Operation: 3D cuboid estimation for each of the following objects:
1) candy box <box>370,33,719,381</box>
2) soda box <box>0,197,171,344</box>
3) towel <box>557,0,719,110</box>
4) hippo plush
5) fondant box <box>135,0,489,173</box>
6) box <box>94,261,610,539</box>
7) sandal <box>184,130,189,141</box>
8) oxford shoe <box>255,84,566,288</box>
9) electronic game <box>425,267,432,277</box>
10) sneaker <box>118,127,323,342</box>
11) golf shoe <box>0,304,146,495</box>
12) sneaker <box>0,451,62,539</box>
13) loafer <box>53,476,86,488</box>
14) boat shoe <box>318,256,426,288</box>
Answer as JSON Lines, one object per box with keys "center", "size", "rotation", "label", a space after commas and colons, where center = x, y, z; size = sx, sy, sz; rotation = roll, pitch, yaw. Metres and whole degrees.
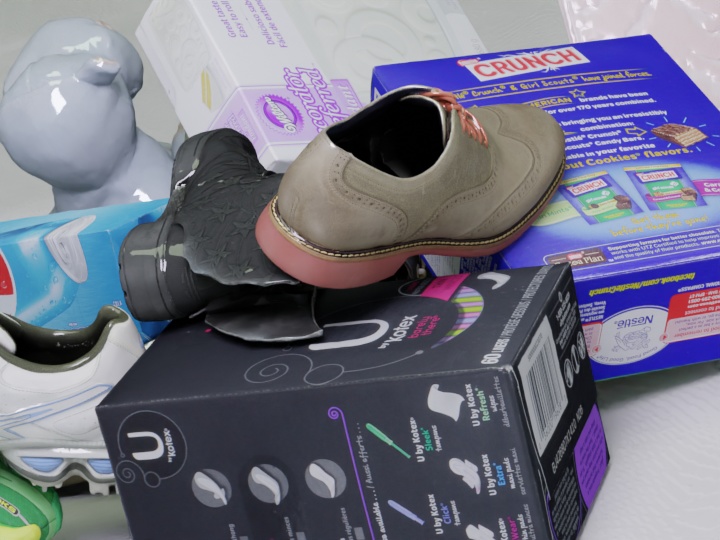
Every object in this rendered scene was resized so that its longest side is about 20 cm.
{"center": [0.115, -0.034, 1.288], "size": [0.169, 0.077, 0.200], "rotation": [-9, 40, -19], "label": "candy box"}
{"center": [-0.176, 0.009, 1.323], "size": [0.200, 0.064, 0.068], "rotation": [-7, 12, 37], "label": "soda box"}
{"center": [0.225, -0.141, 1.498], "size": [0.200, 0.191, 0.032], "rotation": [-13, -12, 1], "label": "towel"}
{"center": [-0.165, -0.053, 1.479], "size": [0.159, 0.161, 0.200], "rotation": [-28, 31, 22], "label": "hippo plush"}
{"center": [-0.010, -0.102, 1.444], "size": [0.200, 0.058, 0.144], "rotation": [-5, 55, -38], "label": "fondant box"}
{"center": [-0.001, 0.074, 1.154], "size": [0.200, 0.106, 0.122], "rotation": [-7, 20, 20], "label": "box"}
{"center": [-0.052, -0.096, 1.498], "size": [0.057, 0.080, 0.201], "rotation": [-53, -6, 39], "label": "sandal"}
{"center": [0.039, -0.050, 1.157], "size": [0.070, 0.075, 0.200], "rotation": [40, 37, 20], "label": "oxford shoe"}
{"center": [0.100, -0.002, 1.390], "size": [0.200, 0.042, 0.200], "rotation": [-13, 20, 5], "label": "electronic game"}
{"center": [-0.049, -0.020, 1.212], "size": [0.104, 0.060, 0.200], "rotation": [-9, 23, 18], "label": "sneaker"}
{"center": [-0.195, 0.053, 1.189], "size": [0.200, 0.097, 0.078], "rotation": [-4, 33, -9], "label": "golf shoe"}
{"center": [-0.217, 0.105, 1.274], "size": [0.083, 0.074, 0.200], "rotation": [-21, 32, -31], "label": "sneaker"}
{"center": [-0.123, 0.070, 1.303], "size": [0.200, 0.068, 0.076], "rotation": [-11, 20, 9], "label": "loafer"}
{"center": [0.000, 0.000, 1.340], "size": [0.074, 0.060, 0.200], "rotation": [-53, -12, 27], "label": "boat shoe"}
